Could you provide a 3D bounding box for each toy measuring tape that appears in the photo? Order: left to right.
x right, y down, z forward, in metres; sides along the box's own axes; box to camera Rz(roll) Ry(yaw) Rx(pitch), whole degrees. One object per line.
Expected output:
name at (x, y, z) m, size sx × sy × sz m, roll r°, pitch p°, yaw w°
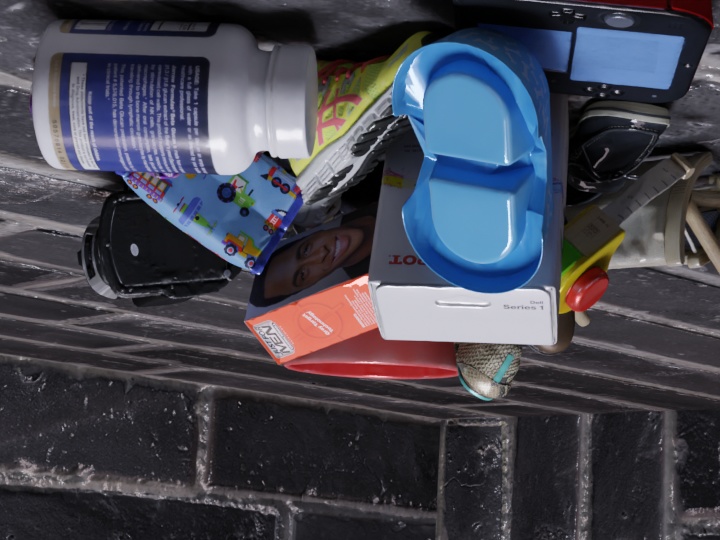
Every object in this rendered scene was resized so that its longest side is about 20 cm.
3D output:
toy measuring tape at (0.200, -0.022, 1.327) m, size 0.199 × 0.074 × 0.074 m, roll -37°, pitch -179°, yaw -17°

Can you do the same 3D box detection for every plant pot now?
plant pot at (0.017, 0.022, 1.732) m, size 0.197 × 0.180 × 0.200 m, roll 2°, pitch 172°, yaw 0°

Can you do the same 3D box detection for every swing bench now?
swing bench at (0.256, -0.036, 1.516) m, size 0.197 × 0.132 × 0.199 m, roll -3°, pitch 162°, yaw 35°

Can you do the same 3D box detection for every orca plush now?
orca plush at (0.039, -0.102, 1.463) m, size 0.105 × 0.072 × 0.199 m, roll -43°, pitch -156°, yaw -31°

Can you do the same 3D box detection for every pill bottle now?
pill bottle at (-0.133, -0.127, 1.173) m, size 0.197 × 0.113 × 0.111 m, roll 2°, pitch 170°, yaw 6°

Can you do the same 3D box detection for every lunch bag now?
lunch bag at (-0.147, -0.068, 1.431) m, size 0.150 × 0.095 × 0.200 m, roll 36°, pitch 168°, yaw -10°

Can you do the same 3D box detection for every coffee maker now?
coffee maker at (-0.193, -0.018, 1.671) m, size 0.190 × 0.136 × 0.200 m, roll 20°, pitch 173°, yaw -13°

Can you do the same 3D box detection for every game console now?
game console at (0.154, -0.161, 1.128) m, size 0.174 × 0.032 × 0.200 m, roll 2°, pitch 169°, yaw 5°

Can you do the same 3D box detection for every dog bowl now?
dog bowl at (0.085, -0.080, 1.124) m, size 0.110 × 0.202 × 0.050 m, roll 12°, pitch -142°, yaw 26°

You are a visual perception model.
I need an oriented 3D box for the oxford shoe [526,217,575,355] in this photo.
oxford shoe at (0.153, -0.009, 1.391) m, size 0.072 × 0.202 × 0.084 m, roll -23°, pitch -157°, yaw -11°

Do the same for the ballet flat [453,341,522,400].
ballet flat at (0.105, 0.031, 1.359) m, size 0.067 × 0.076 × 0.201 m, roll 25°, pitch -157°, yaw -22°

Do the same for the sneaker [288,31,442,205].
sneaker at (-0.007, -0.132, 1.219) m, size 0.078 × 0.091 × 0.200 m, roll -20°, pitch 166°, yaw -44°

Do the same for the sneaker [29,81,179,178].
sneaker at (-0.172, -0.119, 1.279) m, size 0.197 × 0.090 × 0.081 m, roll 3°, pitch 162°, yaw 3°

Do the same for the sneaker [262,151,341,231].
sneaker at (-0.038, -0.083, 1.419) m, size 0.075 × 0.082 × 0.199 m, roll -30°, pitch -172°, yaw -25°

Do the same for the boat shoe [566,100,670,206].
boat shoe at (0.209, -0.099, 1.359) m, size 0.074 × 0.063 × 0.200 m, roll 8°, pitch 167°, yaw -14°

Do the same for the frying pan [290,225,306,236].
frying pan at (-0.067, -0.034, 1.651) m, size 0.189 × 0.031 × 0.116 m, roll 24°, pitch 144°, yaw 45°

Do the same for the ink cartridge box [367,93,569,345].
ink cartridge box at (0.091, -0.045, 1.265) m, size 0.143 × 0.202 × 0.084 m, roll 1°, pitch 145°, yaw 10°

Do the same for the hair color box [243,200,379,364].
hair color box at (0.000, 0.000, 1.395) m, size 0.198 × 0.102 × 0.061 m, roll -22°, pitch 125°, yaw 24°

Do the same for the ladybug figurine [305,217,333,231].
ladybug figurine at (0.030, -0.057, 1.580) m, size 0.198 × 0.073 × 0.135 m, roll 2°, pitch -179°, yaw 34°
